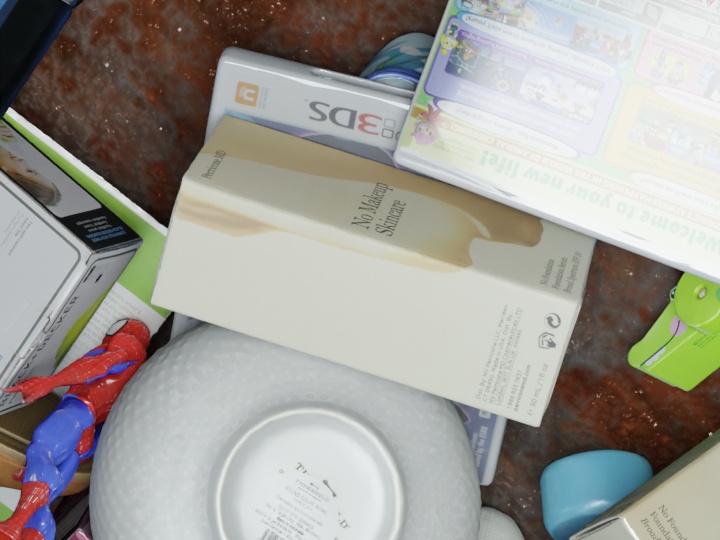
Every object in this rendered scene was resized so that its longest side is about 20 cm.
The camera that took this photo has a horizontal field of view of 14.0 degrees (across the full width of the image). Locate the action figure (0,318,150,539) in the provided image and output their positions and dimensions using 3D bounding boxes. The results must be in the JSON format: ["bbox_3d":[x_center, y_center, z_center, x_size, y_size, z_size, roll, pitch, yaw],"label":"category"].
[{"bbox_3d":[-0.151,0.084,1.477,0.051,0.200,0.066,16,127,15],"label":"action figure"}]

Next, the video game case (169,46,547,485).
[{"bbox_3d":[0.000,0.000,1.497,0.181,0.023,0.201,14,115,5],"label":"video game case"}]

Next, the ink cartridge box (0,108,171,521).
[{"bbox_3d":[-0.186,0.016,1.603,0.148,0.076,0.200,38,110,-4],"label":"ink cartridge box"}]

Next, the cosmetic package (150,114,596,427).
[{"bbox_3d":[0.008,-0.002,1.427,0.199,0.105,0.071,17,113,2],"label":"cosmetic package"}]

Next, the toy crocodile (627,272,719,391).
[{"bbox_3d":[0.217,-0.009,1.517,0.067,0.062,0.200,21,126,-36],"label":"toy crocodile"}]

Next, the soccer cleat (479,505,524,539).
[{"bbox_3d":[0.050,0.228,1.629,0.069,0.086,0.201,9,113,8],"label":"soccer cleat"}]

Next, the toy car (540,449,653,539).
[{"bbox_3d":[0.159,0.216,1.588,0.176,0.185,0.200,0,157,-14],"label":"toy car"}]

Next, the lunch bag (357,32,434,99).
[{"bbox_3d":[0.026,-0.011,1.545,0.161,0.083,0.200,38,115,-7],"label":"lunch bag"}]

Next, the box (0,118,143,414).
[{"bbox_3d":[-0.225,-0.030,1.519,0.200,0.060,0.117,39,109,13],"label":"box"}]

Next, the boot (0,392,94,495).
[{"bbox_3d":[-0.237,0.126,1.576,0.199,0.074,0.155,18,113,13],"label":"boot"}]

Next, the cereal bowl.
[{"bbox_3d":[-0.031,0.114,1.442,0.199,0.083,0.201,1,86,-13],"label":"cereal bowl"}]

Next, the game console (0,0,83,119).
[{"bbox_3d":[-0.230,-0.198,1.497,0.199,0.118,0.171,27,110,0],"label":"game console"}]

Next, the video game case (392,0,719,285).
[{"bbox_3d":[0.138,-0.104,1.421,0.199,0.022,0.183,21,94,6],"label":"video game case"}]

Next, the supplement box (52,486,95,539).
[{"bbox_3d":[-0.109,0.154,1.571,0.110,0.200,0.086,42,114,-7],"label":"supplement box"}]

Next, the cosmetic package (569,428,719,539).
[{"bbox_3d":[0.217,0.120,1.486,0.200,0.073,0.104,-34,88,-23],"label":"cosmetic package"}]
